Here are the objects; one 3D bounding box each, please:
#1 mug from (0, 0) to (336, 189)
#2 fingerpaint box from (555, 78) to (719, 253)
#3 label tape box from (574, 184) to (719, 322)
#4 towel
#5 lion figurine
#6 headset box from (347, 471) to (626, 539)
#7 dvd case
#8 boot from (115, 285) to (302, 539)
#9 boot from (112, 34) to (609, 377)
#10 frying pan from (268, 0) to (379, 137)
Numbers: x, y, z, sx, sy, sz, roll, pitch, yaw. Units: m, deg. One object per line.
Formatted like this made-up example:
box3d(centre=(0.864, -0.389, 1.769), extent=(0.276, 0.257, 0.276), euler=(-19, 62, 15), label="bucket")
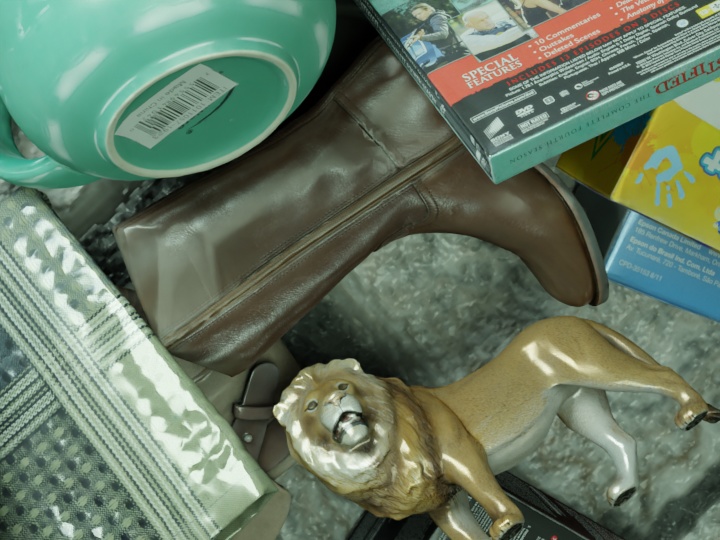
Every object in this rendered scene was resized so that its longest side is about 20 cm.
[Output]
box3d(centre=(-0.090, -0.101, 1.197), extent=(0.152, 0.114, 0.185), euler=(-14, 150, -20), label="mug")
box3d(centre=(0.219, -0.076, 1.292), extent=(0.200, 0.073, 0.167), euler=(23, 97, -23), label="fingerpaint box")
box3d(centre=(0.206, -0.071, 1.364), extent=(0.143, 0.066, 0.200), euler=(21, 97, -24), label="label tape box")
box3d(centre=(-0.160, 0.090, 1.239), extent=(0.193, 0.200, 0.035), euler=(-41, 160, 5), label="towel")
box3d(centre=(0.066, 0.068, 1.308), extent=(0.200, 0.122, 0.072), euler=(-24, 151, -28), label="lion figurine")
box3d(centre=(0.080, 0.193, 1.401), extent=(0.200, 0.077, 0.149), euler=(30, 96, -26), label="headset box")
box3d(centre=(0.078, -0.131, 1.229), extent=(0.146, 0.200, 0.022), euler=(-26, 137, -9), label="dvd case")
box3d(centre=(-0.109, 0.104, 1.313), extent=(0.146, 0.070, 0.200), euler=(35, 94, -27), label="boot")
box3d(centre=(0.000, 0.000, 1.285), extent=(0.200, 0.064, 0.186), euler=(-40, 113, -11), label="boot")
box3d(centre=(0.022, -0.093, 1.311), extent=(0.190, 0.031, 0.115), euler=(-23, 120, -23), label="frying pan")
